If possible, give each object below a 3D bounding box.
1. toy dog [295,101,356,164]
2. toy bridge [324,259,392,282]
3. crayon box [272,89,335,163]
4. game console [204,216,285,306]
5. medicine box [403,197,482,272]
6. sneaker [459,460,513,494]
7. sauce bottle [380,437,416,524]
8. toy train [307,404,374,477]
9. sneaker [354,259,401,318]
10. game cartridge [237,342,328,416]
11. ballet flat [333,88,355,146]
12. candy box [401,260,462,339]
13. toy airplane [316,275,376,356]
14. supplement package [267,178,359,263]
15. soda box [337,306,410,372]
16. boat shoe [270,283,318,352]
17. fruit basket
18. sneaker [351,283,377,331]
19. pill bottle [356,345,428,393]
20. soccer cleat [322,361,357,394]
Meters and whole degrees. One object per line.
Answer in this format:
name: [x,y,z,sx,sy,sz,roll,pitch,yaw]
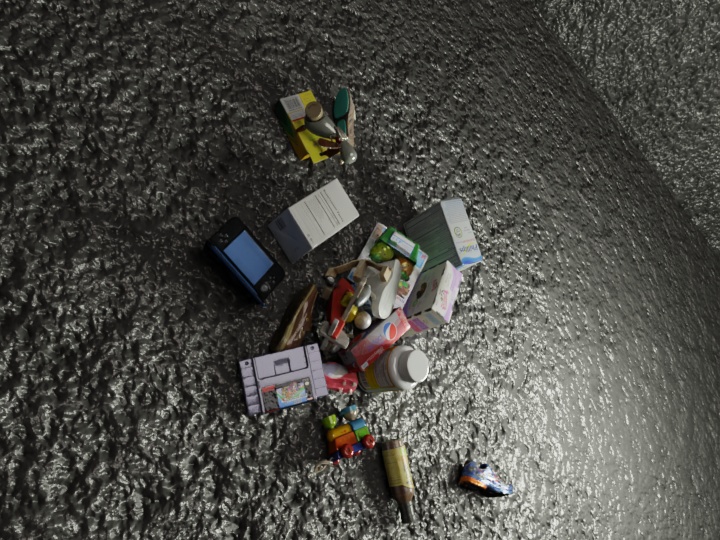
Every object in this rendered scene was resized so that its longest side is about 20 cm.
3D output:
toy dog: [-0.103,-0.365,1.603,0.201,0.096,0.132,53,3,28]
toy bridge: [0.000,0.000,1.552,0.028,0.195,0.068,62,41,-34]
crayon box: [-0.150,-0.403,1.680,0.126,0.050,0.204,-28,91,-41]
game console: [-0.267,-0.026,1.400,0.201,0.117,0.172,49,51,-12]
medicine box: [0.247,-0.089,1.783,0.101,0.181,0.206,-13,81,-39]
sneaker: [0.369,0.600,1.687,0.197,0.075,0.080,29,54,-28]
sauce bottle: [0.102,0.538,1.507,0.063,0.064,0.206,-4,77,-38]
toy train: [-0.066,0.406,1.420,0.196,0.085,0.118,-10,68,-39]
sneaker: [0.034,0.053,1.549,0.202,0.112,0.075,-67,144,-47]
game cartridge: [-0.179,0.255,1.371,0.194,0.038,0.134,-11,78,-19]
ballet flat: [-0.045,-0.453,1.784,0.067,0.067,0.207,24,63,-50]
candy box: [0.182,0.085,1.654,0.071,0.198,0.170,37,54,-19]
toy airplane: [-0.036,0.117,1.445,0.137,0.199,0.205,18,81,-16]
supplement package: [-0.123,-0.133,1.551,0.199,0.120,0.121,-38,96,-41]
soda box: [0.038,0.176,1.498,0.199,0.069,0.064,-37,99,-33]
boat shoe: [-0.154,0.128,1.464,0.067,0.071,0.204,39,59,-25]
fruit basket: [0.083,-0.014,1.672,0.183,0.094,0.203,32,62,-3]
sneaker: [0.021,0.120,1.595,0.200,0.075,0.078,47,52,-13]
pill bottle: [0.081,0.253,1.504,0.107,0.198,0.113,11,71,-37]
soccer cleat: [-0.097,0.257,1.471,0.195,0.068,0.077,18,25,-22]
